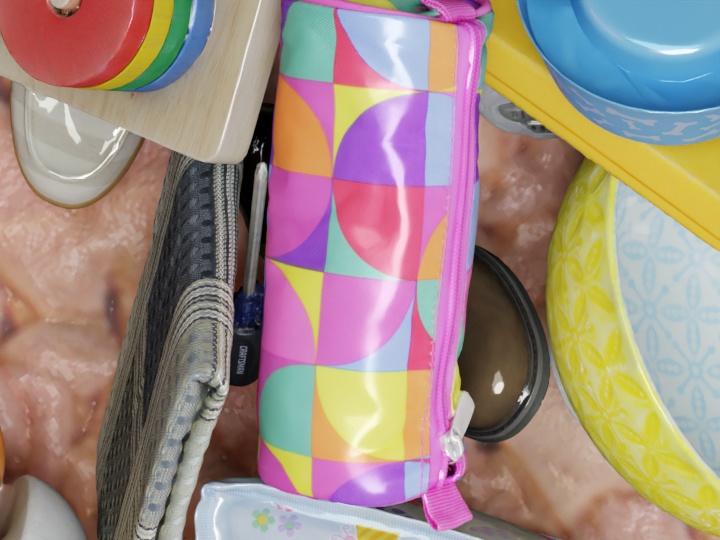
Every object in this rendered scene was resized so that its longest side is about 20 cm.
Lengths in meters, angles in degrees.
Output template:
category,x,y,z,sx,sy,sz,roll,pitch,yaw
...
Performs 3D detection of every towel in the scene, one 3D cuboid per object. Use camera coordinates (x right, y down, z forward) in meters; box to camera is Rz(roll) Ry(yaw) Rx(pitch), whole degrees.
category,x,y,z,sx,sy,sz,roll,pitch,yaw
towel,-0.075,0.056,1.041,0.034,0.193,0.200,11,126,-11

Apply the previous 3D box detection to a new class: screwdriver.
category,x,y,z,sx,sy,sz,roll,pitch,yaw
screwdriver,-0.041,0.004,1.066,0.029,0.200,0.028,32,67,4

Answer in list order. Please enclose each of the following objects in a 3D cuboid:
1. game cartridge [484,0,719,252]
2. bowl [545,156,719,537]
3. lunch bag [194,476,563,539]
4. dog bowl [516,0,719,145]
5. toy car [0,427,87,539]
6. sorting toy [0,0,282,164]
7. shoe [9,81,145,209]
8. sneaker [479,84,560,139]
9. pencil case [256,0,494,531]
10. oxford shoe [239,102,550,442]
category,x,y,z,sx,sy,sz,roll,pitch,yaw
game cartridge,0.156,-0.090,1.021,0.200,0.032,0.176,-30,54,-32
bowl,0.141,0.024,1.068,0.108,0.200,0.201,-24,79,49
lunch bag,0.034,0.155,1.051,0.199,0.170,0.128,11,88,8
dog bowl,0.114,-0.136,0.958,0.111,0.050,0.201,1,66,5
toy car,-0.219,0.117,1.103,0.175,0.150,0.200,23,119,-19
sorting toy,-0.113,-0.166,1.003,0.198,0.070,0.201,24,104,32
shoe,-0.118,-0.128,1.157,0.070,0.053,0.201,11,86,9
sneaker,0.145,-0.117,1.110,0.199,0.078,0.100,-3,69,1
pencil case,0.008,-0.008,0.979,0.088,0.088,0.201,2,101,8
oxford shoe,0.000,0.000,1.074,0.200,0.084,0.073,44,106,37
